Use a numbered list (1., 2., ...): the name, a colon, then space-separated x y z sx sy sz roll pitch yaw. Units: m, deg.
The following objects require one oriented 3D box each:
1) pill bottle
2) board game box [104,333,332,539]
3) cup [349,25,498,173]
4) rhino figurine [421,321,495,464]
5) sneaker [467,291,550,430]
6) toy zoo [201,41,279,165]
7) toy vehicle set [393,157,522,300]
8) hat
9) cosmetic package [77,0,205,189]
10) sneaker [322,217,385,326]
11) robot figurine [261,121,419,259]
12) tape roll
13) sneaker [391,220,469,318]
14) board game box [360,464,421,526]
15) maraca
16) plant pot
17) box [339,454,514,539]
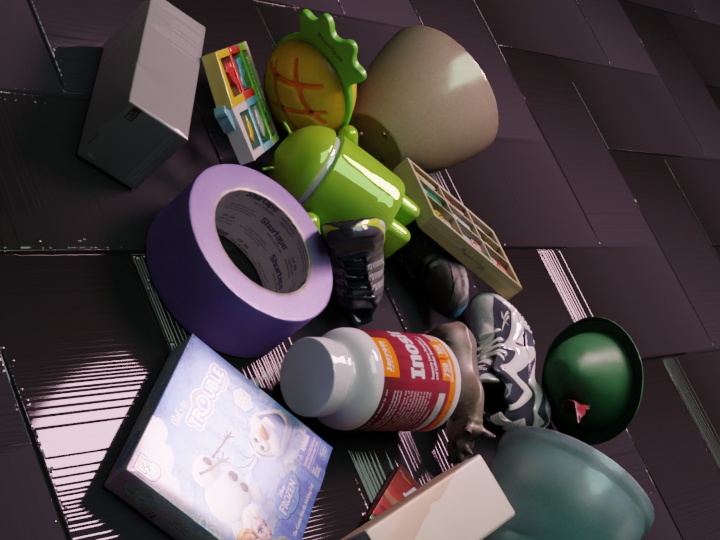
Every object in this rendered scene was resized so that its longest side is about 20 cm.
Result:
1. pill bottle: 0.011 0.122 1.534 0.199 0.113 0.114 7 54 -46
2. board game box: -0.133 0.193 1.363 0.199 0.043 0.200 40 36 -16
3. cup: 0.064 -0.206 1.853 0.143 0.200 0.201 -40 92 -27
4. rhino figurine: 0.113 0.150 1.652 0.060 0.087 0.201 21 45 -37
5. sneaker: 0.163 0.114 1.749 0.129 0.079 0.200 13 60 -54
6. toy zoo: -0.142 -0.199 1.627 0.200 0.020 0.132 -61 133 -75
7. toy vehicle set: 0.128 -0.053 1.797 0.200 0.026 0.125 37 21 -39
8. hat: 0.245 0.136 1.739 0.175 0.200 0.167 5 68 -39
9. cosmetic package: -0.242 -0.202 1.536 0.090 0.107 0.201 30 42 -30
10. sneaker: 0.000 0.000 1.601 0.200 0.073 0.081 72 11 -65
11. robot figurine: -0.027 -0.097 1.678 0.199 0.116 0.176 34 53 -17
12. tape roll: -0.131 -0.011 1.513 0.199 0.085 0.201 31 39 -29
13. sneaker: 0.067 -0.020 1.775 0.082 0.073 0.201 1 49 -45
14. board game box: 0.088 0.320 1.531 0.200 0.019 0.103 48 33 -7
15. maraca: -0.057 -0.239 1.714 0.137 0.200 0.107 45 56 6
16. plant pot: 0.218 0.294 1.578 0.200 0.200 0.134 43 61 -13
17. box: 0.061 0.277 1.443 0.200 0.095 0.078 -24 81 -47
